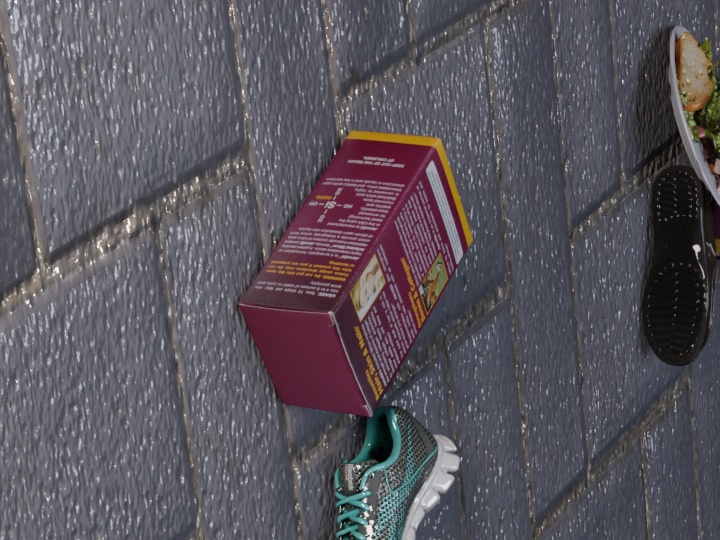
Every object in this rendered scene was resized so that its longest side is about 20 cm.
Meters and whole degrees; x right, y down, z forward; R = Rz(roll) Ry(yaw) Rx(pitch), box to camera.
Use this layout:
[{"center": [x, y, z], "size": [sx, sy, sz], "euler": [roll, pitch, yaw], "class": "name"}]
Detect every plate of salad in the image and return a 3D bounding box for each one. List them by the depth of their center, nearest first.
[{"center": [0.357, -0.153, 2.393], "size": [0.200, 0.048, 0.201], "euler": [50, 30, -44], "class": "plate of salad"}]

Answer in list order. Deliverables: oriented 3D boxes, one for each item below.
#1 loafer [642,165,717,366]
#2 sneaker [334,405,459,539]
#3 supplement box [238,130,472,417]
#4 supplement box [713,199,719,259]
[{"center": [0.334, -0.004, 2.402], "size": [0.071, 0.072, 0.202], "euler": [-1, 96, -57], "class": "loafer"}, {"center": [0.004, 0.193, 1.902], "size": [0.091, 0.077, 0.201], "euler": [49, 49, -32], "class": "sneaker"}, {"center": [0.000, 0.000, 1.826], "size": [0.201, 0.085, 0.111], "euler": [-58, 141, -37], "class": "supplement box"}, {"center": [0.460, -0.102, 2.544], "size": [0.103, 0.130, 0.202], "euler": [15, 82, -59], "class": "supplement box"}]
